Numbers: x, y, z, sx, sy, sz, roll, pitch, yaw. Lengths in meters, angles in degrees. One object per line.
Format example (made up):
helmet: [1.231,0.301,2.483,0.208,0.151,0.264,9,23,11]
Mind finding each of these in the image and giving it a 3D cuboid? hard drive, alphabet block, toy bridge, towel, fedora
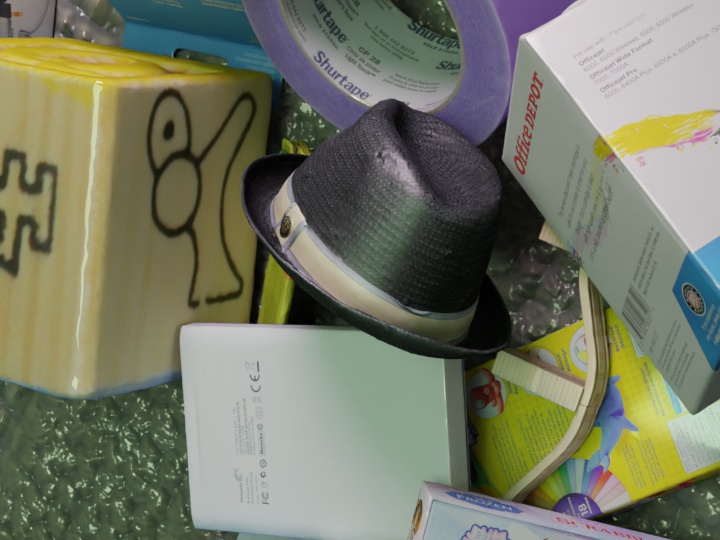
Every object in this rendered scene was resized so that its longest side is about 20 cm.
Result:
hard drive: [-0.024,0.101,1.353,0.198,0.025,0.133,1,97,34]
alphabet block: [-0.190,-0.042,1.431,0.195,0.195,0.202,12,101,28]
toy bridge: [0.113,0.066,1.305,0.067,0.027,0.202,24,101,30]
towel: [-0.057,0.019,1.418,0.018,0.086,0.202,9,104,-8]
fedora: [0.026,-0.037,1.270,0.200,0.200,0.092,42,115,24]

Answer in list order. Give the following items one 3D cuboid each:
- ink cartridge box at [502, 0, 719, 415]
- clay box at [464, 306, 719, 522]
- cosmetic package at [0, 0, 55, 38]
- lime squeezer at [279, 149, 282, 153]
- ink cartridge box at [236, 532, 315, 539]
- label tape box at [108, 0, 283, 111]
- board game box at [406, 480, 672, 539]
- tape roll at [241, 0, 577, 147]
ink cartridge box: [0.194,-0.058,1.218,0.144,0.148,0.201,-30,70,-14]
clay box: [0.144,0.091,1.329,0.199,0.047,0.116,-25,76,29]
cosmetic package: [-0.283,-0.230,1.492,0.051,0.199,0.152,5,92,29]
lime squeezer: [0.000,0.000,1.420,0.070,0.038,0.202,-25,78,27]
ink cartridge box: [-0.015,0.161,1.413,0.103,0.059,0.202,25,101,30]
label tape box: [-0.110,-0.221,1.471,0.143,0.063,0.202,14,96,30]
board game box: [0.107,0.245,1.292,0.198,0.041,0.202,15,97,-8]
tape roll: [0.027,-0.172,1.318,0.199,0.085,0.201,25,141,22]
